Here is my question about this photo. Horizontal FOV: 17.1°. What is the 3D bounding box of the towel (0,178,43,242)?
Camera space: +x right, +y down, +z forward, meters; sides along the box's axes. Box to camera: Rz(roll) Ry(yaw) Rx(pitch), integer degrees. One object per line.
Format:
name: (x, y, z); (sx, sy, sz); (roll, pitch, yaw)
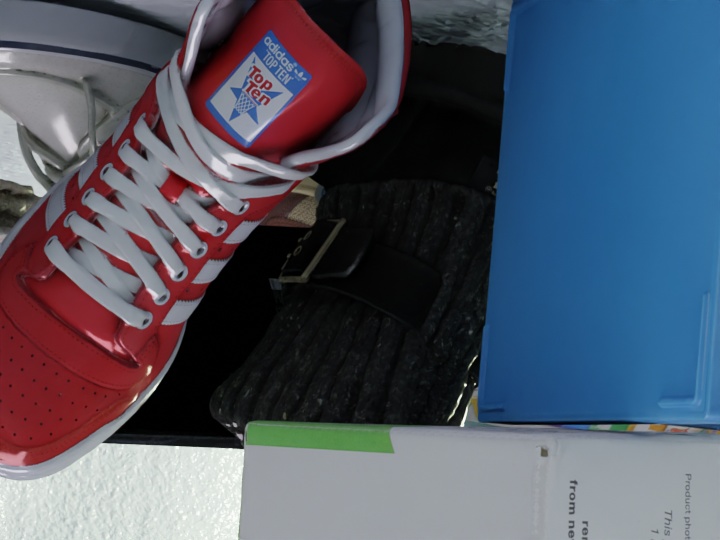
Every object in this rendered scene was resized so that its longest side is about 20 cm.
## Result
towel: (-0.238, -0.033, 1.003); (0.132, 0.035, 0.199); (1, 173, 43)

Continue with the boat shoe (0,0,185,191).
boat shoe: (-0.100, -0.051, 0.960); (0.074, 0.087, 0.202); (4, 173, 33)

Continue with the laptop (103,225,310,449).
laptop: (-0.033, 0.071, 0.978); (0.198, 0.117, 0.188); (3, -155, -12)

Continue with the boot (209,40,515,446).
boot: (-0.002, -0.001, 0.874); (0.079, 0.159, 0.211); (25, 175, -18)

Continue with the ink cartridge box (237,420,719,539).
ink cartridge box: (0.082, 0.091, 0.731); (0.199, 0.085, 0.145); (5, 175, -37)

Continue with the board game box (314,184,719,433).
board game box: (0.089, 0.016, 0.999); (0.199, 0.034, 0.135); (12, -146, -28)

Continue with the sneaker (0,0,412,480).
sneaker: (-0.056, -0.024, 0.749); (0.071, 0.200, 0.112); (38, 164, -7)

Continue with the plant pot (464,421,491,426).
plant pot: (0.104, 0.041, 1.327); (0.199, 0.135, 0.200); (8, 174, 1)

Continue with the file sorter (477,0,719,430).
file sorter: (0.123, -0.021, 0.699); (0.122, 0.140, 0.200); (6, 175, -13)

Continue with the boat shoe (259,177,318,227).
boat shoe: (-0.011, -0.007, 1.122); (0.199, 0.073, 0.072); (5, 173, 35)
